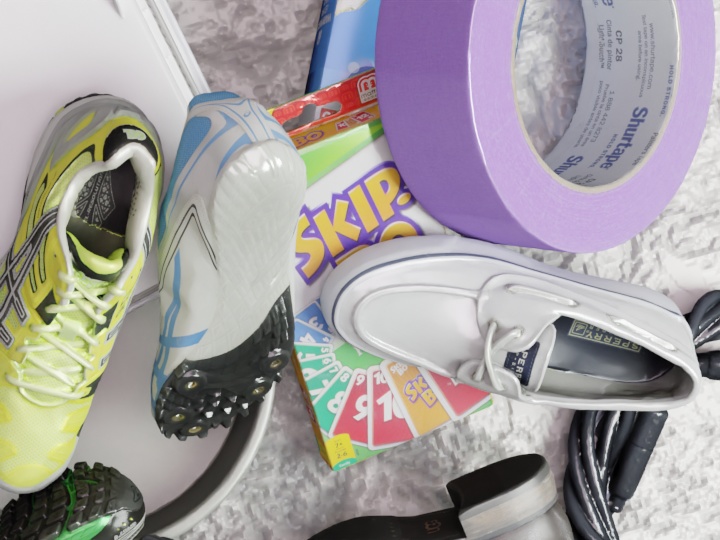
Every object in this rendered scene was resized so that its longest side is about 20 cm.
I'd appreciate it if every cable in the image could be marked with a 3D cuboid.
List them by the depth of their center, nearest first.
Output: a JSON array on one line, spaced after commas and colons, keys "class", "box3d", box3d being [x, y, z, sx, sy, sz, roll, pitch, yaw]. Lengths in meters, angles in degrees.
[{"class": "cable", "box3d": [0.191, 0.107, 1.477, 0.200, 0.051, 0.163, -36, 92, -7]}]

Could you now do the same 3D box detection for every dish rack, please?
[{"class": "dish rack", "box3d": [-0.154, -0.065, 1.385, 0.172, 0.044, 0.200, -28, 104, -9]}]

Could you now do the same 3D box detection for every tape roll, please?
[{"class": "tape roll", "box3d": [0.098, -0.111, 1.412, 0.200, 0.066, 0.200, -7, 99, -46]}]

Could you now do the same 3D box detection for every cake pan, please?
[{"class": "cake pan", "box3d": [-0.145, 0.051, 1.440, 0.200, 0.037, 0.201, 0, 87, -8]}]

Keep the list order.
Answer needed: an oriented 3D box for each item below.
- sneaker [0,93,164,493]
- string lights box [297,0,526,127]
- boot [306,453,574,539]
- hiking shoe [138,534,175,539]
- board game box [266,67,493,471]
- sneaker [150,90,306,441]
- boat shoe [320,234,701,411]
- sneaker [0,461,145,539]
[{"class": "sneaker", "box3d": [-0.147, 0.013, 1.337, 0.075, 0.076, 0.200, 12, 97, -17]}, {"class": "string lights box", "box3d": [0.034, -0.146, 1.464, 0.103, 0.059, 0.200, 11, 86, -9]}, {"class": "boot", "box3d": [0.055, 0.204, 1.443, 0.200, 0.069, 0.174, -23, 105, 10]}, {"class": "hiking shoe", "box3d": [-0.095, 0.236, 1.377, 0.076, 0.200, 0.101, 20, 129, -35]}, {"class": "board game box", "box3d": [0.000, 0.000, 1.425, 0.095, 0.030, 0.200, -22, 115, -11]}, {"class": "sneaker", "box3d": [-0.070, 0.000, 1.369, 0.072, 0.073, 0.200, -7, 131, -25]}, {"class": "boat shoe", "box3d": [0.080, 0.031, 1.404, 0.200, 0.065, 0.074, 5, 118, -14]}, {"class": "sneaker", "box3d": [-0.167, 0.173, 1.389, 0.085, 0.078, 0.200, 36, 119, -12]}]
